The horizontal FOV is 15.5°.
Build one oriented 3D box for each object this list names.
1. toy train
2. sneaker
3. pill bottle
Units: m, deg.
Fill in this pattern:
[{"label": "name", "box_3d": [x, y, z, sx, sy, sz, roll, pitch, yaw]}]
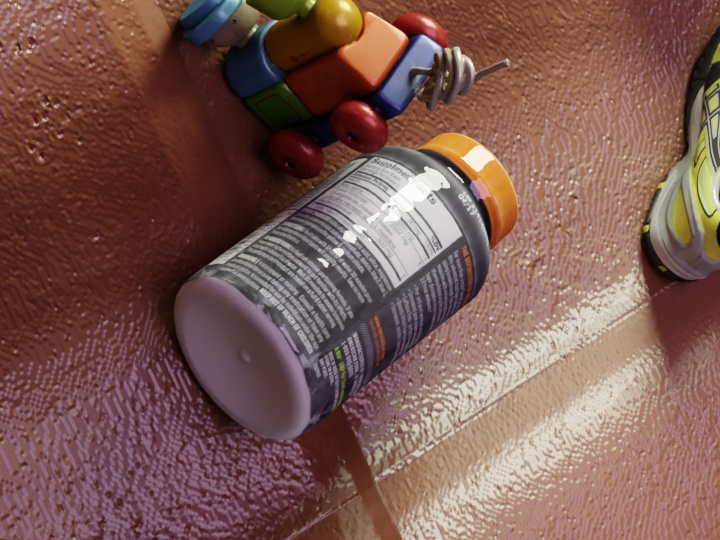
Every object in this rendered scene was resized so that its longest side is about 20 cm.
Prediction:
[{"label": "toy train", "box_3d": [-0.011, -0.129, 1.431, 0.116, 0.200, 0.085, 42, 62, -17]}, {"label": "sneaker", "box_3d": [0.248, -0.084, 1.677, 0.075, 0.076, 0.200, 29, 66, -26]}, {"label": "pill bottle", "box_3d": [0.000, 0.000, 1.474, 0.200, 0.106, 0.106, -37, 104, -33]}]
